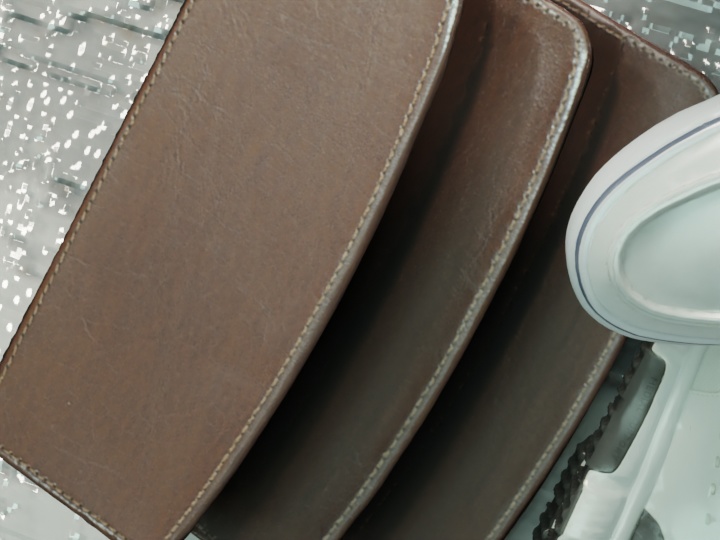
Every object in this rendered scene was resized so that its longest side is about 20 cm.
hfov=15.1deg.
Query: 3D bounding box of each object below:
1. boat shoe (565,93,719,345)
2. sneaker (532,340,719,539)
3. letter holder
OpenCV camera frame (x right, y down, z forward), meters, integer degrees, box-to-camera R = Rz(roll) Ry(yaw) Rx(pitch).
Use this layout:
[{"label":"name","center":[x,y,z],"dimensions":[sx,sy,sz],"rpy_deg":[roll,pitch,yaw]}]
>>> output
[{"label":"boat shoe","center":[0.150,-0.019,0.720],"dimensions":[0.199,0.065,0.074],"rpy_deg":[-15,104,11]},{"label":"sneaker","center":[0.117,0.037,0.808],"dimensions":[0.080,0.074,0.200],"rpy_deg":[25,104,2]},{"label":"letter holder","center":[0.000,0.000,0.821],"dimensions":[0.142,0.101,0.200],"rpy_deg":[34,104,23]}]
